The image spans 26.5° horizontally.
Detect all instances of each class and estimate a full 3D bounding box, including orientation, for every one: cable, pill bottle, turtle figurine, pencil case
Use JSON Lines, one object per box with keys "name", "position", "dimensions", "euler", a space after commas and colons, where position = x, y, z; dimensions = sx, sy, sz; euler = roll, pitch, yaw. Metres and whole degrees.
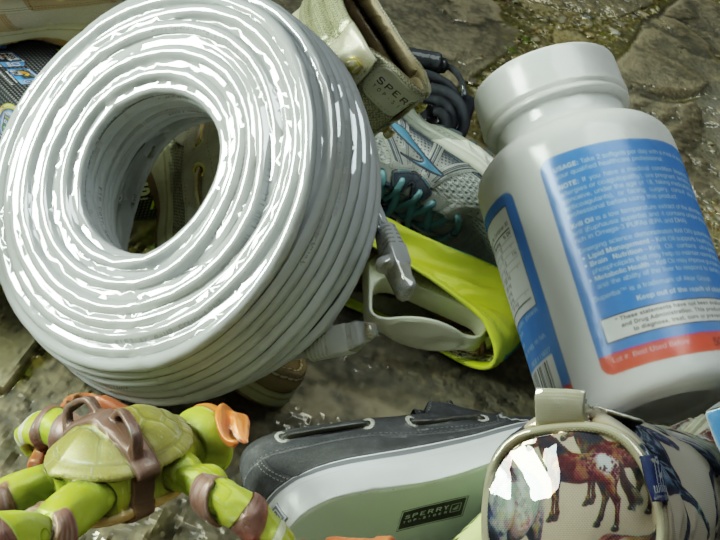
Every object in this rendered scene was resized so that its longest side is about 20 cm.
{"name": "cable", "position": [-0.003, -0.121, 1.051], "dimensions": [0.163, 0.051, 0.200], "euler": [22, 30, 2]}
{"name": "pill bottle", "position": [0.127, -0.016, 0.811], "dimensions": [0.112, 0.112, 0.200], "euler": [-1, 65, -33]}
{"name": "turtle figurine", "position": [-0.097, 0.087, 0.602], "dimensions": [0.200, 0.065, 0.161], "euler": [21, 31, 39]}
{"name": "pencil case", "position": [0.125, 0.099, 0.658], "dimensions": [0.078, 0.090, 0.200], "euler": [10, -1, 30]}
{"name": "cable", "position": [-0.087, -0.036, 0.719], "dimensions": [0.069, 0.200, 0.200], "euler": [31, 40, -57]}

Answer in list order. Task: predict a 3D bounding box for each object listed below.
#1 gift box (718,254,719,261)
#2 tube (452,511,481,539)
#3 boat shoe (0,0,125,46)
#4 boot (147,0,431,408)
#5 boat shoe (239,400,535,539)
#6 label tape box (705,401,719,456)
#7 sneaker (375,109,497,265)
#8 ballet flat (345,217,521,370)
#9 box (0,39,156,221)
{"name": "gift box", "position": [0.276, 0.012, 0.868], "dimensions": [0.184, 0.187, 0.200], "euler": [32, 26, 19]}
{"name": "tube", "position": [0.040, 0.142, 0.635], "dimensions": [0.200, 0.058, 0.052], "euler": [-39, 102, -51]}
{"name": "boat shoe", "position": [-0.207, -0.175, 0.903], "dimensions": [0.200, 0.069, 0.074], "euler": [-4, 38, -37]}
{"name": "boot", "position": [-0.030, -0.046, 0.776], "dimensions": [0.072, 0.155, 0.200], "euler": [28, 36, -48]}
{"name": "boat shoe", "position": [0.034, 0.092, 0.718], "dimensions": [0.200, 0.070, 0.066], "euler": [-8, 41, -29]}
{"name": "label tape box", "position": [0.234, 0.107, 0.696], "dimensions": [0.200, 0.063, 0.145], "euler": [-10, 79, -63]}
{"name": "sneaker", "position": [0.017, -0.055, 0.919], "dimensions": [0.200, 0.078, 0.086], "euler": [45, 50, 2]}
{"name": "ballet flat", "position": [0.000, 0.000, 0.848], "dimensions": [0.200, 0.067, 0.067], "euler": [24, 45, 2]}
{"name": "box", "position": [-0.160, -0.105, 0.932], "dimensions": [0.160, 0.044, 0.200], "euler": [-11, 42, -42]}
